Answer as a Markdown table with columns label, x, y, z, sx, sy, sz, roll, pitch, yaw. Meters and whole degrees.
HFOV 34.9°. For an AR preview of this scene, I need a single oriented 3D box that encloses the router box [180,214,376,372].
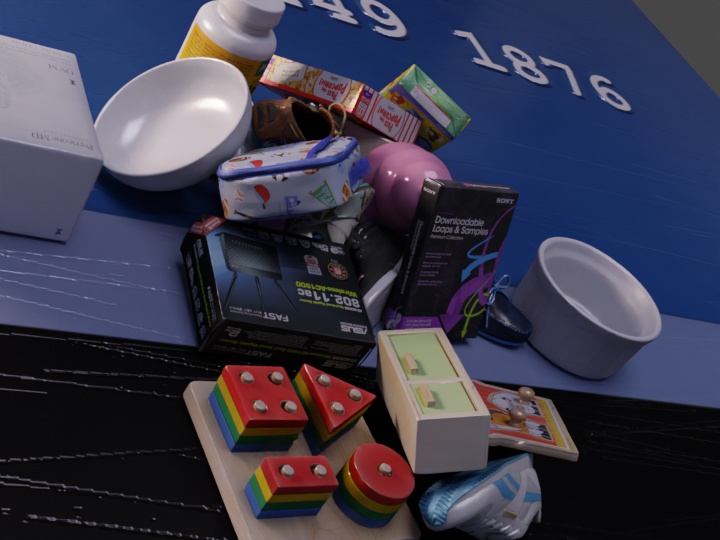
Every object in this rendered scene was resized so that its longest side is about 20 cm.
| label | x | y | z | sx | sy | sz | roll | pitch | yaw |
| --- | --- | --- | --- | --- | --- | --- | --- | --- | --- |
| router box | -0.093 | 0.027 | 1.279 | 0.200 | 0.062 | 0.150 | 11 | 45 | -32 |

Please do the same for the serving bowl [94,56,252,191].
| label | x | y | z | sx | sy | sz | roll | pitch | yaw |
| --- | --- | --- | --- | --- | --- | --- | --- | --- | --- |
| serving bowl | -0.217 | -0.165 | 1.374 | 0.066 | 0.200 | 0.200 | 65 | 2 | -47 |

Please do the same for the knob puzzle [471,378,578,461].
| label | x | y | z | sx | sy | sz | roll | pitch | yaw |
| --- | --- | --- | --- | --- | --- | --- | --- | --- | --- |
| knob puzzle | 0.137 | 0.149 | 1.295 | 0.219 | 0.031 | 0.220 | 13 | 13 | -3 |

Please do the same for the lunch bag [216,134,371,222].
| label | x | y | z | sx | sy | sz | roll | pitch | yaw |
| --- | --- | --- | --- | --- | --- | --- | --- | --- | --- |
| lunch bag | -0.073 | -0.110 | 1.323 | 0.160 | 0.076 | 0.200 | -9 | 13 | 10 |

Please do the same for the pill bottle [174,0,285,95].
| label | x | y | z | sx | sy | sz | roll | pitch | yaw |
| --- | --- | --- | --- | --- | --- | --- | --- | --- | --- |
| pill bottle | -0.179 | -0.283 | 1.511 | 0.113 | 0.200 | 0.113 | 23 | 32 | -16 |

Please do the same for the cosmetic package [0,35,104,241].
| label | x | y | z | sx | sy | sz | roll | pitch | yaw |
| --- | --- | --- | --- | --- | --- | --- | --- | --- | --- |
| cosmetic package | -0.398 | -0.152 | 1.207 | 0.199 | 0.123 | 0.200 | 10 | 40 | -34 |

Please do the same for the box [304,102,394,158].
| label | x | y | z | sx | sy | sz | roll | pitch | yaw |
| --- | --- | --- | --- | --- | --- | --- | --- | --- | --- |
| box | -0.003 | -0.158 | 1.599 | 0.200 | 0.082 | 0.068 | 25 | 0 | -16 |

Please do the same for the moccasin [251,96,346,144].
| label | x | y | z | sx | sy | sz | roll | pitch | yaw |
| --- | --- | --- | --- | --- | --- | --- | --- | --- | --- |
| moccasin | -0.059 | -0.177 | 1.461 | 0.201 | 0.078 | 0.074 | 30 | 54 | -58 |

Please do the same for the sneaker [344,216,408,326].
| label | x | y | z | sx | sy | sz | roll | pitch | yaw |
| --- | --- | --- | --- | --- | --- | --- | --- | --- | --- |
| sneaker | 0.000 | 0.000 | 1.420 | 0.099 | 0.071 | 0.200 | 26 | 33 | 7 |

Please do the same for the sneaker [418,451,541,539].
| label | x | y | z | sx | sy | sz | roll | pitch | yaw |
| --- | --- | --- | --- | --- | --- | --- | --- | --- | --- |
| sneaker | 0.132 | 0.241 | 1.171 | 0.200 | 0.076 | 0.081 | -5 | 80 | -55 |

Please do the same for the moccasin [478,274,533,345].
| label | x | y | z | sx | sy | sz | roll | pitch | yaw |
| --- | --- | --- | --- | --- | --- | --- | --- | --- | --- |
| moccasin | 0.146 | 0.026 | 1.508 | 0.200 | 0.068 | 0.081 | 32 | 31 | -3 |

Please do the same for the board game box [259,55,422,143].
| label | x | y | z | sx | sy | sz | roll | pitch | yaw |
| --- | --- | --- | --- | --- | --- | --- | --- | --- | --- |
| board game box | -0.032 | -0.241 | 1.619 | 0.200 | 0.046 | 0.151 | 25 | 1 | 38 |

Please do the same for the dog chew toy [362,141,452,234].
| label | x | y | z | sx | sy | sz | roll | pitch | yaw |
| --- | --- | --- | --- | --- | --- | --- | --- | --- | --- |
| dog chew toy | 0.063 | -0.104 | 1.483 | 0.124 | 0.125 | 0.200 | 24 | 1 | -15 |

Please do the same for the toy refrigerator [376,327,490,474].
| label | x | y | z | sx | sy | sz | roll | pitch | yaw |
| --- | --- | --- | --- | --- | --- | --- | --- | --- | --- |
| toy refrigerator | 0.072 | 0.129 | 1.199 | 0.076 | 0.070 | 0.200 | -2 | 23 | -10 |

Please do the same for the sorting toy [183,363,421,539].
| label | x | y | z | sx | sy | sz | roll | pitch | yaw |
| --- | --- | --- | --- | --- | --- | --- | --- | --- | --- |
| sorting toy | -0.046 | 0.175 | 1.124 | 0.198 | 0.070 | 0.200 | 6 | 40 | -37 |

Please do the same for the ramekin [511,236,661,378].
| label | x | y | z | sx | sy | sz | roll | pitch | yaw |
| --- | --- | --- | --- | --- | --- | --- | --- | --- | --- |
| ramekin | 0.307 | 0.056 | 1.586 | 0.200 | 0.098 | 0.201 | 23 | 33 | -16 |

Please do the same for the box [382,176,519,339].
| label | x | y | z | sx | sy | sz | roll | pitch | yaw |
| --- | --- | --- | --- | --- | --- | --- | --- | --- | --- |
| box | 0.112 | -0.011 | 1.406 | 0.143 | 0.201 | 0.036 | 0 | 20 | -41 |

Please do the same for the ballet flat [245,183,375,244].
| label | x | y | z | sx | sy | sz | roll | pitch | yaw |
| --- | --- | --- | --- | --- | --- | --- | --- | --- | --- |
| ballet flat | -0.065 | -0.047 | 1.388 | 0.200 | 0.069 | 0.071 | -17 | 76 | -22 |

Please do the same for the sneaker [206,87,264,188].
| label | x | y | z | sx | sy | sz | roll | pitch | yaw |
| --- | --- | --- | --- | --- | --- | --- | --- | --- | --- |
| sneaker | -0.166 | -0.154 | 1.434 | 0.087 | 0.075 | 0.200 | -23 | 83 | -40 |

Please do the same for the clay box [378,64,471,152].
| label | x | y | z | sx | sy | sz | roll | pitch | yaw |
| --- | --- | --- | --- | --- | --- | --- | --- | --- | --- |
| clay box | 0.070 | -0.222 | 1.695 | 0.115 | 0.200 | 0.048 | 43 | 68 | -9 |
